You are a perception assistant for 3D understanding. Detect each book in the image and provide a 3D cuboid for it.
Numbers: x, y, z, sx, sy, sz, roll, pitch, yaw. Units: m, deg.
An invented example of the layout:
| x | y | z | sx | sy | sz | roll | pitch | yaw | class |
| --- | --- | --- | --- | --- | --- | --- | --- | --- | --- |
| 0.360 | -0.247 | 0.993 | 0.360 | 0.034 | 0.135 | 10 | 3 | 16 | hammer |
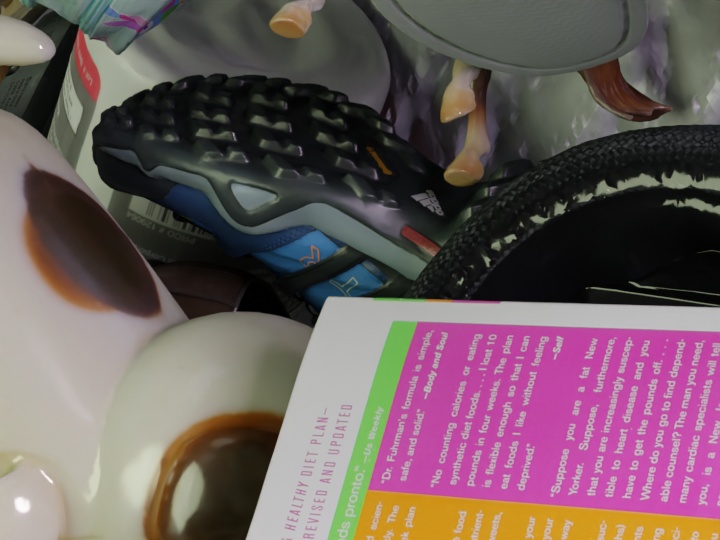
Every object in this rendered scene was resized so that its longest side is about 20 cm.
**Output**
| x | y | z | sx | sy | sz | roll | pitch | yaw | class |
| --- | --- | --- | --- | --- | --- | --- | --- | --- | --- |
| 0.066 | 0.072 | 0.622 | 0.200 | 0.048 | 0.134 | 2 | 68 | 32 | book |

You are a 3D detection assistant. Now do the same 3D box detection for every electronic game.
| x | y | z | sx | sy | sz | roll | pitch | yaw | class |
| --- | --- | --- | --- | --- | --- | --- | --- | --- | --- |
| -0.142 | -0.021 | 1.046 | 0.200 | 0.042 | 0.200 | -156 | 90 | -87 | electronic game |

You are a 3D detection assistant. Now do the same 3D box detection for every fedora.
| x | y | z | sx | sy | sz | roll | pitch | yaw | class |
| --- | --- | --- | --- | --- | --- | --- | --- | --- | --- |
| 0.087 | 0.066 | 0.697 | 0.200 | 0.092 | 0.201 | -11 | 67 | 27 | fedora |

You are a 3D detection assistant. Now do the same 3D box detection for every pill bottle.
| x | y | z | sx | sy | sz | roll | pitch | yaw | class |
| --- | --- | --- | --- | --- | --- | --- | --- | --- | --- |
| -0.069 | -0.012 | 0.951 | 0.111 | 0.111 | 0.200 | 57 | 139 | 37 | pill bottle |

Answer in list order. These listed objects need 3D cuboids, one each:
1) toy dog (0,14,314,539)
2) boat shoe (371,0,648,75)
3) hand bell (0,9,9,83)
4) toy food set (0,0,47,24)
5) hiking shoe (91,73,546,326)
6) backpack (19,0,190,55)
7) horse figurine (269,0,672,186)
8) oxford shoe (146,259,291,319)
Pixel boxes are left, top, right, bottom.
| x | y | z | sx | sy | sz | roll | pitch | yaw | class |
| --- | --- | --- | --- | --- | --- | --- | --- | --- | --- |
| -0.080 | 0.037 | 0.783 | 0.200 | 0.140 | 0.194 | 27 | 102 | 16 | toy dog |
| 0.017 | -0.116 | 0.661 | 0.075 | 0.200 | 0.060 | -15 | 59 | 23 | boat shoe |
| -0.209 | -0.161 | 1.209 | 0.200 | 0.104 | 0.104 | 56 | 141 | 18 | hand bell |
| -0.135 | -0.191 | 1.041 | 0.143 | 0.060 | 0.200 | -32 | 50 | 56 | toy food set |
| 0.000 | 0.000 | 0.807 | 0.200 | 0.074 | 0.087 | 19 | 119 | 22 | hiking shoe |
| -0.055 | -0.166 | 0.820 | 0.127 | 0.200 | 0.167 | 39 | 141 | 2 | backpack |
| 0.011 | -0.109 | 0.744 | 0.050 | 0.200 | 0.133 | -14 | 56 | 46 | horse figurine |
| -0.025 | 0.082 | 0.886 | 0.084 | 0.073 | 0.200 | -4 | 129 | 34 | oxford shoe |
